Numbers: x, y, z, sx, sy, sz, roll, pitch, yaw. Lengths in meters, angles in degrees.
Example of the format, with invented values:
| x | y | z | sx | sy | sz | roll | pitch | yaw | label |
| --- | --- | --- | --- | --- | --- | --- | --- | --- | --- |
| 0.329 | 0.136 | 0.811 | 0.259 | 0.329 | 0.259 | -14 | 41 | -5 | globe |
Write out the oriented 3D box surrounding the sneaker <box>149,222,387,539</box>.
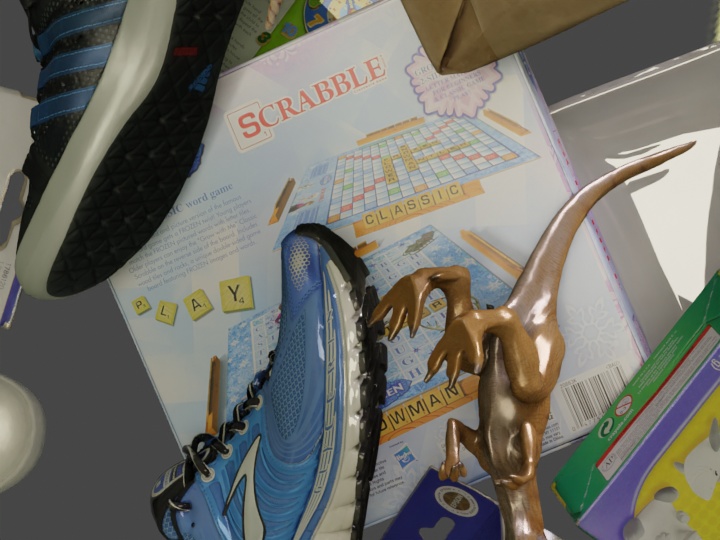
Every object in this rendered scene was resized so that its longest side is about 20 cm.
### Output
| x | y | z | sx | sy | sz | roll | pitch | yaw | label |
| --- | --- | --- | --- | --- | --- | --- | --- | --- | --- |
| -0.040 | 0.079 | 0.882 | 0.089 | 0.079 | 0.201 | 10 | 98 | 5 | sneaker |

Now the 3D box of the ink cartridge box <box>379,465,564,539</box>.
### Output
| x | y | z | sx | sy | sz | roll | pitch | yaw | label |
| --- | --- | --- | --- | --- | --- | --- | --- | --- | --- |
| 0.096 | 0.159 | 0.904 | 0.199 | 0.095 | 0.037 | 31 | 54 | 2 | ink cartridge box |

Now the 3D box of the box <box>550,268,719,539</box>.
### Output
| x | y | z | sx | sy | sz | roll | pitch | yaw | label |
| --- | --- | --- | --- | --- | --- | --- | --- | --- | --- |
| 0.189 | 0.104 | 0.898 | 0.200 | 0.048 | 0.118 | 35 | 98 | -19 | box |

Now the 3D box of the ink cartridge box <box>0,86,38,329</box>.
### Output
| x | y | z | sx | sy | sz | roll | pitch | yaw | label |
| --- | --- | --- | --- | --- | --- | --- | --- | --- | --- |
| -0.217 | -0.046 | 0.952 | 0.199 | 0.039 | 0.100 | 18 | 87 | 16 | ink cartridge box |

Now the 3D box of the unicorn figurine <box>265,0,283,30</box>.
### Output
| x | y | z | sx | sy | sz | roll | pitch | yaw | label |
| --- | --- | --- | --- | --- | --- | --- | --- | --- | --- |
| -0.026 | -0.224 | 0.900 | 0.137 | 0.074 | 0.200 | 38 | 65 | -7 | unicorn figurine |

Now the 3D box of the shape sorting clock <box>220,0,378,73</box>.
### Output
| x | y | z | sx | sy | sz | roll | pitch | yaw | label |
| --- | --- | --- | --- | --- | --- | --- | --- | --- | --- |
| -0.038 | -0.126 | 0.961 | 0.199 | 0.039 | 0.201 | 1 | 97 | 8 | shape sorting clock |

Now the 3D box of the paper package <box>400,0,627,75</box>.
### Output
| x | y | z | sx | sy | sz | roll | pitch | yaw | label |
| --- | --- | --- | --- | --- | --- | --- | --- | --- | --- |
| 0.061 | -0.202 | 0.849 | 0.103 | 0.200 | 0.191 | -16 | 109 | 27 | paper package |

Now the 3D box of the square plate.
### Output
| x | y | z | sx | sy | sz | roll | pitch | yaw | label |
| --- | --- | --- | --- | --- | --- | --- | --- | --- | --- |
| 0.198 | -0.009 | 0.947 | 0.197 | 0.028 | 0.201 | -21 | 86 | 1 | square plate |

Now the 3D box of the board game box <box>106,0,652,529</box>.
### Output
| x | y | z | sx | sy | sz | roll | pitch | yaw | label |
| --- | --- | --- | --- | --- | --- | --- | --- | --- | --- |
| 0.000 | 0.000 | 0.928 | 0.199 | 0.041 | 0.201 | -22 | 92 | 10 | board game box |

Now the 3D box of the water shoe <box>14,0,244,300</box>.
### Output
| x | y | z | sx | sy | sz | roll | pitch | yaw | label |
| --- | --- | --- | --- | --- | --- | --- | --- | --- | --- |
| -0.101 | -0.087 | 0.887 | 0.079 | 0.071 | 0.201 | 30 | 103 | 26 | water shoe |

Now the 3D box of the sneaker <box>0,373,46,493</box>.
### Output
| x | y | z | sx | sy | sz | roll | pitch | yaw | label |
| --- | --- | --- | --- | --- | --- | --- | --- | --- | --- |
| -0.236 | 0.069 | 0.940 | 0.198 | 0.085 | 0.073 | 1 | 85 | 2 | sneaker |

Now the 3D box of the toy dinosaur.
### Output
| x | y | z | sx | sy | sz | roll | pitch | yaw | label |
| --- | --- | --- | --- | --- | --- | --- | --- | --- | --- |
| 0.061 | 0.026 | 0.861 | 0.060 | 0.106 | 0.201 | -1 | 71 | 44 | toy dinosaur |
